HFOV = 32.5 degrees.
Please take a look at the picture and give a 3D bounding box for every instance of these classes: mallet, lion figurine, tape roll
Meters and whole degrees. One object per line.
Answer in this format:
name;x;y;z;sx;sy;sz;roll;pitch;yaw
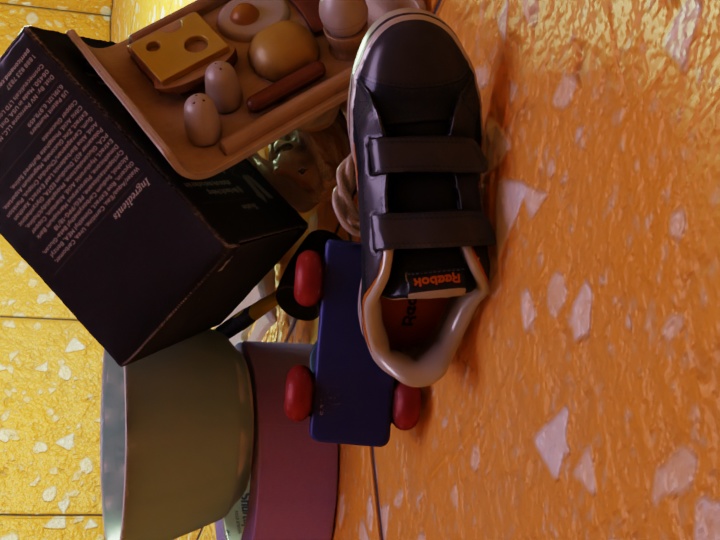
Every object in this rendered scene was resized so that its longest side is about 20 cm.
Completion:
mallet;-0.075;0.023;0.987;0.199;0.041;0.066;-26;27;55
lion figurine;-0.047;-0.090;0.991;0.124;0.072;0.200;64;171;12
tape roll;-0.074;0.161;1.024;0.200;0.065;0.204;-176;90;-75

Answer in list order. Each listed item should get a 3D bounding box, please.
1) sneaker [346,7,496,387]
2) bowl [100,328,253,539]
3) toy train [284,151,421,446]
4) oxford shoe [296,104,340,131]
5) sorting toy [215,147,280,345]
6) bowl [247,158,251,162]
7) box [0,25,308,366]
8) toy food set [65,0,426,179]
sneaker;0.035;-0.034;0.664;0.080;0.077;0.203;-114;20;-66
bowl;-0.145;0.123;0.970;0.200;0.103;0.205;-178;90;-73
toy train;0.000;0.000;0.790;0.116;0.083;0.204;-111;26;-83
oxford shoe;-0.027;-0.188;0.895;0.058;0.074;0.203;45;-125;-60
sorting toy;-0.117;-0.017;1.171;0.200;0.105;0.183;130;131;-57
bowl;-0.152;-0.050;1.052;0.090;0.199;0.204;-23;-54;-59
box;-0.162;-0.056;0.880;0.117;0.200;0.197;-45;-5;13
toy food set;-0.075;-0.158;0.803;0.144;0.198;0.061;47;158;32
